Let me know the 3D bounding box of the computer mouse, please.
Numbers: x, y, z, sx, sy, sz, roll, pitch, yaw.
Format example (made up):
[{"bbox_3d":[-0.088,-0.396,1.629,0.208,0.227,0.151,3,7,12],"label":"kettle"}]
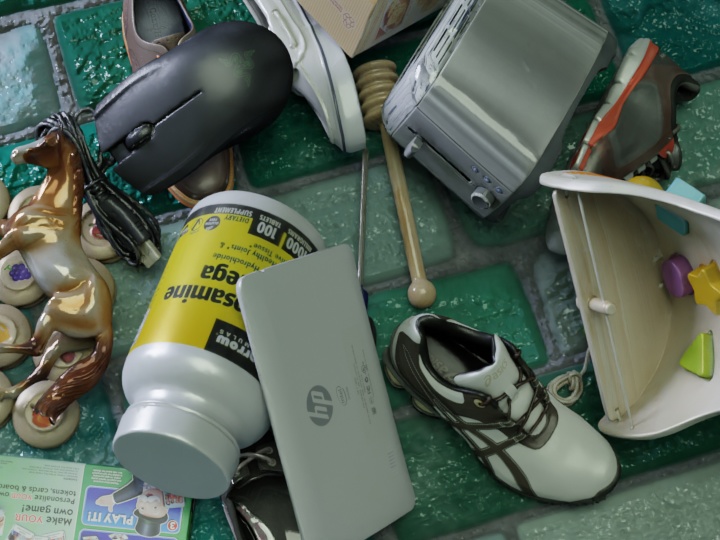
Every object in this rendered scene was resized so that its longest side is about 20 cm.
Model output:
[{"bbox_3d":[-0.136,-0.109,1.106,0.199,0.053,0.139,-38,89,2],"label":"computer mouse"}]

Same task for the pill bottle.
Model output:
[{"bbox_3d":[-0.101,0.053,1.050,0.111,0.113,0.202,17,56,2],"label":"pill bottle"}]

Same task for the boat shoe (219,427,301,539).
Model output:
[{"bbox_3d":[-0.060,0.176,1.058,0.066,0.057,0.202,-19,72,-9],"label":"boat shoe"}]

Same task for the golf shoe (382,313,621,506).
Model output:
[{"bbox_3d":[0.105,0.101,1.079,0.199,0.095,0.078,31,70,6],"label":"golf shoe"}]

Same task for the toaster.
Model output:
[{"bbox_3d":[0.107,-0.148,1.146,0.129,0.114,0.201,35,66,-7],"label":"toaster"}]

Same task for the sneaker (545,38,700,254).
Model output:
[{"bbox_3d":[0.212,-0.091,1.166,0.081,0.077,0.201,28,71,3],"label":"sneaker"}]

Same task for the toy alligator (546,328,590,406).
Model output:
[{"bbox_3d":[0.202,0.016,1.137,0.059,0.054,0.201,31,71,8],"label":"toy alligator"}]

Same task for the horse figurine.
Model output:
[{"bbox_3d":[-0.235,0.010,1.087,0.131,0.050,0.202,-25,82,-9],"label":"horse figurine"}]

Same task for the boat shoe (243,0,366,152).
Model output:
[{"bbox_3d":[-0.053,-0.175,1.181,0.065,0.072,0.202,-20,72,-6],"label":"boat shoe"}]

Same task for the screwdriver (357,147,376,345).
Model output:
[{"bbox_3d":[0.000,0.000,1.147,0.028,0.029,0.202,3,66,-2],"label":"screwdriver"}]

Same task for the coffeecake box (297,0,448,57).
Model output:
[{"bbox_3d":[0.020,-0.281,1.189,0.154,0.073,0.199,47,53,13],"label":"coffeecake box"}]

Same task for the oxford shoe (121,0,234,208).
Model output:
[{"bbox_3d":[-0.148,-0.144,1.160,0.071,0.073,0.202,-18,73,-11],"label":"oxford shoe"}]

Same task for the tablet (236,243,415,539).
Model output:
[{"bbox_3d":[-0.020,0.090,1.041,0.130,0.014,0.202,-19,95,-52],"label":"tablet"}]

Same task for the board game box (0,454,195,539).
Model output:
[{"bbox_3d":[-0.222,0.203,1.053,0.197,0.029,0.136,6,71,-2],"label":"board game box"}]

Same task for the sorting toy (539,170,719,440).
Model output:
[{"bbox_3d":[0.232,0.019,1.024,0.106,0.180,0.202,-23,107,-24],"label":"sorting toy"}]

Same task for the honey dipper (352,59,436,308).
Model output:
[{"bbox_3d":[0.030,-0.066,1.169,0.037,0.038,0.202,-9,75,-7],"label":"honey dipper"}]

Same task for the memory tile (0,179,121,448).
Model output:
[{"bbox_3d":[-0.264,0.026,1.121,0.151,0.017,0.202,13,70,1],"label":"memory tile"}]
